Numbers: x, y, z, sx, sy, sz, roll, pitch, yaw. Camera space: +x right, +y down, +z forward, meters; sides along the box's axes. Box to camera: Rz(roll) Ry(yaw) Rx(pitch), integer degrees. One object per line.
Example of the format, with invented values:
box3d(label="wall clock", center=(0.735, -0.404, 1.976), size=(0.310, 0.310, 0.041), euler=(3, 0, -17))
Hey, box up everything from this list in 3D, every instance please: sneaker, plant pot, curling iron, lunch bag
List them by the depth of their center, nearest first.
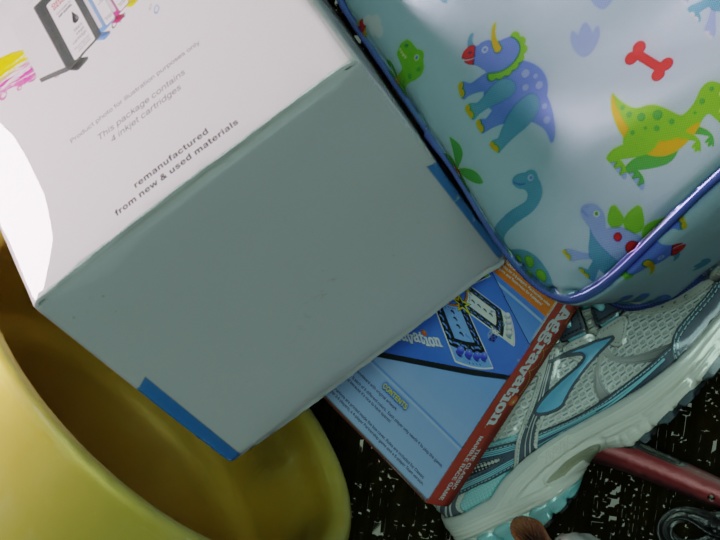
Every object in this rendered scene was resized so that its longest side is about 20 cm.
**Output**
box3d(label="lunch bag", center=(0.092, -0.097, 0.631), size=(0.161, 0.082, 0.201), euler=(-45, 61, 25))
box3d(label="sneaker", center=(0.088, 0.037, 0.730), size=(0.086, 0.078, 0.200), euler=(42, 112, -2))
box3d(label="plant pot", center=(-0.137, 0.111, 0.750), size=(0.201, 0.201, 0.189), euler=(46, 107, 7))
box3d(label="curling iron", center=(0.097, 0.085, 0.796), size=(0.199, 0.026, 0.050), euler=(29, 89, 8))

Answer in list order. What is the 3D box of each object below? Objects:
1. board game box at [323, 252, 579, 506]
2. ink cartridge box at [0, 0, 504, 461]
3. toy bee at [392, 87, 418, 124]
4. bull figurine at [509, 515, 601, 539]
box3d(label="board game box", center=(0.000, 0.000, 0.757), size=(0.200, 0.019, 0.103), euler=(43, 108, 38))
box3d(label="ink cartridge box", center=(-0.068, -0.062, 0.703), size=(0.144, 0.147, 0.200), euler=(-37, 51, 6))
box3d(label="toy bee", center=(0.073, -0.059, 0.766), size=(0.130, 0.109, 0.201), euler=(19, 90, 9))
box3d(label="bull figurine", center=(0.025, 0.160, 0.720), size=(0.121, 0.200, 0.065), euler=(-39, 99, -31))
